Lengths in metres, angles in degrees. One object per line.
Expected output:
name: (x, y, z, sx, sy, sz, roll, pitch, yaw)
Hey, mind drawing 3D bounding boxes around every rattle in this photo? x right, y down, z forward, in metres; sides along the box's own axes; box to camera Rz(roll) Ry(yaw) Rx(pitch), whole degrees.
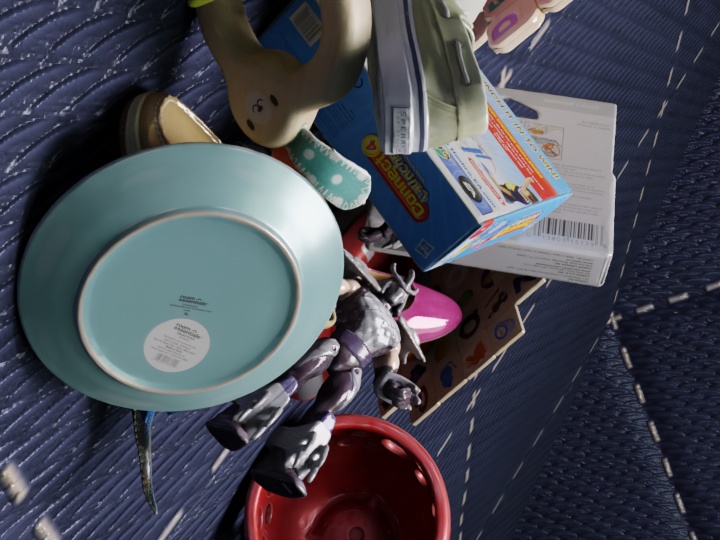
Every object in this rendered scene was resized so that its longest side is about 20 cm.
rattle: (-0.067, -0.104, 0.689, 0.143, 0.129, 0.201, -50, 149, -56)

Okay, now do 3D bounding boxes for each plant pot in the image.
plant pot: (-0.011, 0.262, 1.231, 0.201, 0.200, 0.183, -57, 168, -17)

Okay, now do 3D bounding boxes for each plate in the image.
plate: (-0.103, 0.016, 0.730, 0.199, 0.026, 0.201, -10, 128, -13)

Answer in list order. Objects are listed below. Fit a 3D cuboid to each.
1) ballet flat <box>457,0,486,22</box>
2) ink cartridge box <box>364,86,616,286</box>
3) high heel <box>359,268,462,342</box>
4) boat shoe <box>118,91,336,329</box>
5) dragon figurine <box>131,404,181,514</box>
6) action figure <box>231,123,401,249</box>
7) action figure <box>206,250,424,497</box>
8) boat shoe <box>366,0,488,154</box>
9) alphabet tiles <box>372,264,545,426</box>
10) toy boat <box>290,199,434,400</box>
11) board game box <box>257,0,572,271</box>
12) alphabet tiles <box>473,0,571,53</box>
ballet flat: (0.080, -0.248, 0.777, 0.069, 0.069, 0.201, -27, 131, -59)
ink cartridge box: (0.114, -0.080, 1.029, 0.044, 0.198, 0.174, 94, 7, -51)
high heel: (0.000, 0.000, 0.968, 0.068, 0.198, 0.096, -98, -155, -52)
boat shoe: (-0.073, -0.034, 0.763, 0.200, 0.076, 0.072, 57, 38, -39)
dragon figurine: (-0.145, 0.065, 0.823, 0.099, 0.059, 0.201, 8, 103, -68)
action figure: (-0.017, -0.074, 0.890, 0.199, 0.130, 0.070, -15, 147, -50)
action figure: (-0.016, 0.069, 0.892, 0.200, 0.130, 0.069, -49, -166, -28)
boat shoe: (0.037, -0.136, 0.729, 0.072, 0.061, 0.201, 94, -5, -45)
alphabet tiles: (0.080, 0.037, 1.070, 0.200, 0.006, 0.167, -43, -147, 25)
toy boat: (0.008, 0.035, 1.071, 0.201, 0.130, 0.131, -55, 159, -23)
board game box: (0.046, -0.108, 0.882, 0.056, 0.201, 0.196, -40, 170, 27)
alphabet tiles: (0.136, -0.257, 0.991, 0.195, 0.015, 0.201, -37, -148, 27)
